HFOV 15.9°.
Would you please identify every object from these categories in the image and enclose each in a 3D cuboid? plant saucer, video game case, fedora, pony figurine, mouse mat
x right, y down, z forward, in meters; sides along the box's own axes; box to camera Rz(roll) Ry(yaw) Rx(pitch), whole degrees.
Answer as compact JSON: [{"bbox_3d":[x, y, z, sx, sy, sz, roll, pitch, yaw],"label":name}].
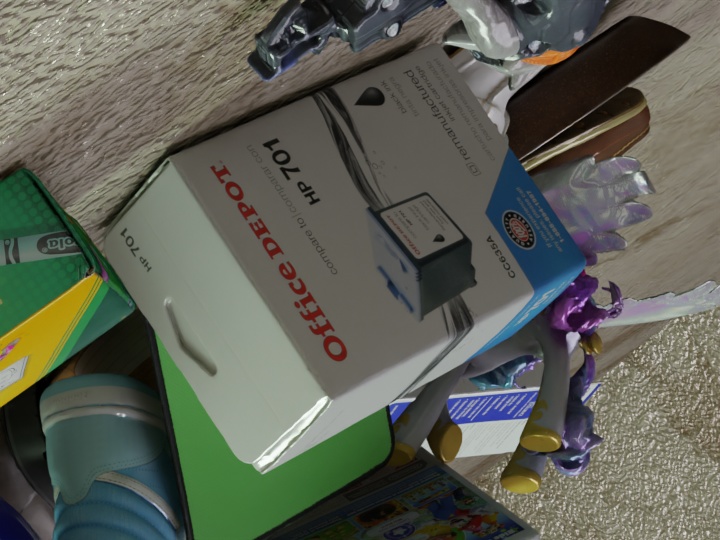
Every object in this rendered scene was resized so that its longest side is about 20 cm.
[{"bbox_3d":[0.104,-0.094,1.528,0.200,0.035,0.200,-35,-179,1],"label":"plant saucer"},{"bbox_3d":[-0.003,0.151,1.497,0.143,0.018,0.200,-22,-156,-19],"label":"video game case"},{"bbox_3d":[-0.092,0.052,1.485,0.200,0.082,0.201,-34,170,-6],"label":"fedora"},{"bbox_3d":[0.107,0.026,1.516,0.192,0.201,0.167,-7,142,32],"label":"pony figurine"},{"bbox_3d":[-0.048,0.042,1.376,0.008,0.201,0.161,10,-153,44],"label":"mouse mat"}]

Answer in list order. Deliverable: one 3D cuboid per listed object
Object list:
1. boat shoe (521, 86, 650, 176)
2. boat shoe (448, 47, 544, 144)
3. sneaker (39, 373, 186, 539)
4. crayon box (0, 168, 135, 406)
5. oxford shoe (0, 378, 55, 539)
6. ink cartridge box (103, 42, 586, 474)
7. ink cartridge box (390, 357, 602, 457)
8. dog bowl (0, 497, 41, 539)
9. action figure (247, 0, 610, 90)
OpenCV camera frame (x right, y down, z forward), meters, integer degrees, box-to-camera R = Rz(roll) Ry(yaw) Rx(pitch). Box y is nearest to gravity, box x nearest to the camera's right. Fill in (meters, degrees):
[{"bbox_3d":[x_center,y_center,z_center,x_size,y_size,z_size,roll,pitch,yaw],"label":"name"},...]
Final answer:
[{"bbox_3d":[0.102,-0.049,1.657,0.199,0.068,0.072,-32,-157,-7],"label":"boat shoe"},{"bbox_3d":[0.051,-0.073,1.426,0.200,0.069,0.071,-38,171,15],"label":"boat shoe"},{"bbox_3d":[-0.110,0.149,1.406,0.079,0.131,0.200,-16,150,26],"label":"sneaker"},{"bbox_3d":[-0.202,0.043,1.137,0.199,0.058,0.119,-35,171,-2],"label":"crayon box"},{"bbox_3d":[-0.194,0.131,1.469,0.084,0.073,0.200,-14,140,3],"label":"oxford shoe"},{"bbox_3d":[-0.006,-0.010,1.297,0.200,0.147,0.086,-26,168,-43],"label":"ink cartridge box"},{"bbox_3d":[0.052,0.091,1.692,0.199,0.037,0.095,-1,149,-28],"label":"ink cartridge box"},{"bbox_3d":[-0.246,0.197,1.301,0.200,0.201,0.079,-37,172,11],"label":"dog bowl"},{"bbox_3d":[0.053,-0.126,1.090,0.200,0.105,0.194,-36,161,-7],"label":"action figure"}]
